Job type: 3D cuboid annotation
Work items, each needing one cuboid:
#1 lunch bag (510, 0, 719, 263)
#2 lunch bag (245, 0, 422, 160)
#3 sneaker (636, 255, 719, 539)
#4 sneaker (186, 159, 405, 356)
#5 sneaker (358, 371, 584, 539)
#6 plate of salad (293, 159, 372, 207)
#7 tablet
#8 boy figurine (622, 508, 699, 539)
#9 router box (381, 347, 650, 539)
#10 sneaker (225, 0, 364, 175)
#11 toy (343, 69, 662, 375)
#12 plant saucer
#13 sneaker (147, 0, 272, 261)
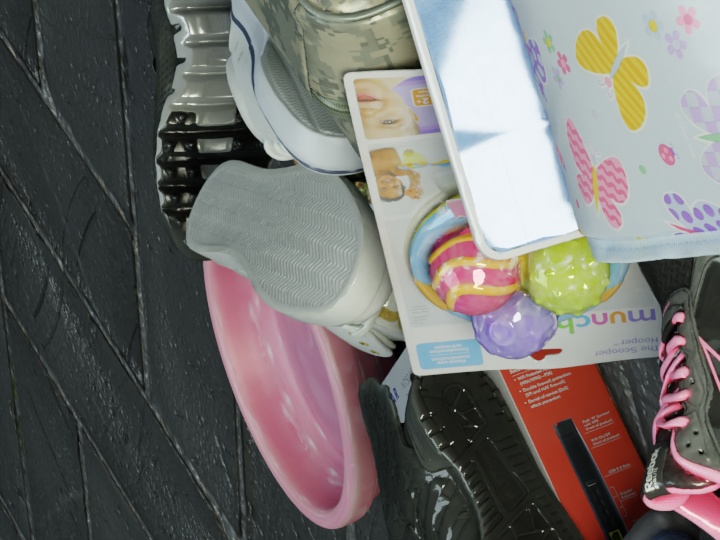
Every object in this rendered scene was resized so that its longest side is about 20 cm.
[{"bbox_3d":[0.122,-0.098,1.030,0.200,0.127,0.170,-8,102,61],"label":"lunch bag"},{"bbox_3d":[0.011,-0.136,1.268,0.200,0.139,0.168,57,166,36],"label":"lunch bag"},{"bbox_3d":[0.145,0.055,1.152,0.079,0.095,0.200,101,146,-58],"label":"sneaker"},{"bbox_3d":[0.000,0.000,1.437,0.074,0.115,0.200,-62,24,1],"label":"sneaker"},{"bbox_3d":[0.052,0.120,1.375,0.104,0.060,0.200,111,142,-58],"label":"sneaker"},{"bbox_3d":[-0.015,-0.090,1.522,0.200,0.048,0.200,54,154,42],"label":"plate of salad"},{"bbox_3d":[0.080,-0.115,1.127,0.014,0.130,0.200,-84,-22,-82],"label":"tablet"},{"bbox_3d":[0.169,0.162,1.185,0.124,0.064,0.200,34,-175,-22],"label":"boy figurine"},{"bbox_3d":[0.079,0.108,1.448,0.180,0.049,0.200,66,160,14],"label":"router box"},{"bbox_3d":[-0.021,-0.083,1.399,0.200,0.073,0.071,-108,20,-61],"label":"sneaker"},{"bbox_3d":[0.064,-0.007,1.221,0.200,0.115,0.047,77,-168,-47],"label":"toy"},{"bbox_3d":[-0.029,0.047,1.685,0.201,0.051,0.201,55,156,39],"label":"plant saucer"},{"bbox_3d":[-0.086,-0.104,1.649,0.090,0.066,0.200,160,109,-82],"label":"sneaker"}]
